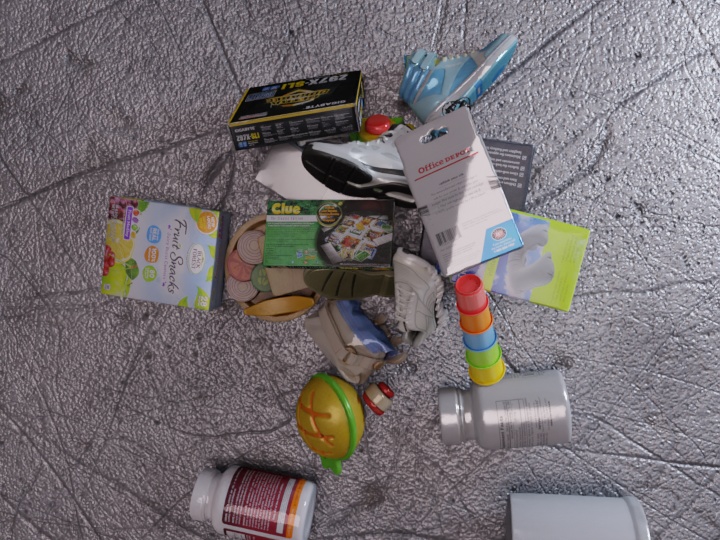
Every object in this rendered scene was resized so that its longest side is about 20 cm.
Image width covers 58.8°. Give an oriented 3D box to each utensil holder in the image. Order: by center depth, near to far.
[{"bbox_3d":[0.332,0.438,1.000,0.197,0.170,0.173,0,95,10],"label":"utensil holder"}]

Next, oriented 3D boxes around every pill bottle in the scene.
[{"bbox_3d":[0.226,0.225,1.019,0.197,0.114,0.116,-7,94,8],"label":"pill bottle"},{"bbox_3d":[-0.182,0.399,1.089,0.197,0.113,0.115,10,96,7],"label":"pill bottle"}]

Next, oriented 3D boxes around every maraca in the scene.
[{"bbox_3d":[-0.053,0.251,1.043,0.138,0.106,0.202,52,144,33],"label":"maraca"}]

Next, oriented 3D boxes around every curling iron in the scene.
[{"bbox_3d":[0.128,-0.153,0.936,0.049,0.025,0.203,4,101,-30],"label":"curling iron"}]

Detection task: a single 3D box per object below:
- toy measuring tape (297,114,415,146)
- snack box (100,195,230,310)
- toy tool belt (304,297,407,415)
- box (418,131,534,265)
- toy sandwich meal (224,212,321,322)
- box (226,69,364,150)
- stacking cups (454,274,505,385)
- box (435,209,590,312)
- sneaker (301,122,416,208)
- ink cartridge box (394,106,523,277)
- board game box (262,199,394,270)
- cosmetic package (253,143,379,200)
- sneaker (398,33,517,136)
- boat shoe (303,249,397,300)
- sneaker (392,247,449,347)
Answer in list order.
[{"bbox_3d":[-0.008,-0.210,1.032,0.197,0.074,0.075,-6,94,3],"label":"toy measuring tape"},{"bbox_3d":[-0.333,-0.031,1.098,0.197,0.068,0.171,7,95,5],"label":"snack box"},{"bbox_3d":[0.011,0.118,1.032,0.123,0.125,0.200,-43,69,3],"label":"toy tool belt"},{"bbox_3d":[0.178,-0.102,1.003,0.146,0.107,0.203,10,95,6],"label":"box"},{"bbox_3d":[-0.140,-0.005,1.072,0.202,0.070,0.209,1,95,8],"label":"toy sandwich meal"},{"bbox_3d":[-0.094,-0.254,1.001,0.197,0.160,0.050,-7,122,8],"label":"box"},{"bbox_3d":[0.171,0.091,0.943,0.060,0.061,0.201,-16,134,8],"label":"stacking cups"},{"bbox_3d":[0.216,-0.025,0.927,0.197,0.048,0.124,14,96,6],"label":"box"},{"bbox_3d":[0.013,-0.174,0.964,0.198,0.076,0.117,16,61,-12],"label":"sneaker"},{"bbox_3d":[0.135,-0.105,0.876,0.115,0.067,0.203,-21,85,16],"label":"ink cartridge box"},{"bbox_3d":[-0.048,-0.054,0.958,0.197,0.023,0.107,2,81,11],"label":"board game box"},{"bbox_3d":[-0.061,-0.128,1.034,0.199,0.107,0.091,35,98,2],"label":"cosmetic package"},{"bbox_3d":[0.142,-0.325,1.006,0.200,0.080,0.131,-44,79,-2],"label":"sneaker"},{"bbox_3d":[0.000,0.000,1.028,0.197,0.069,0.075,5,135,-21],"label":"boat shoe"},{"bbox_3d":[0.083,0.046,0.975,0.075,0.201,0.081,30,66,36],"label":"sneaker"}]
